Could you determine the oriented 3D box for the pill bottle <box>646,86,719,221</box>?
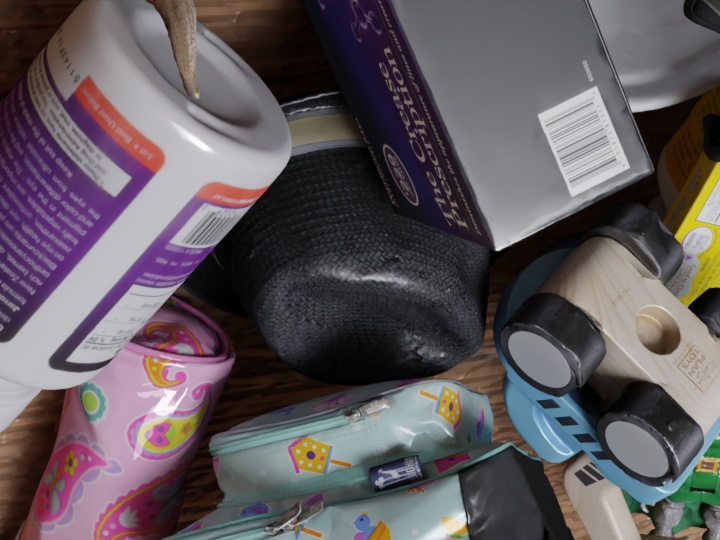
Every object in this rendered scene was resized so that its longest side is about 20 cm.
[{"bbox_3d":[0.237,-0.066,0.925,0.113,0.113,0.200,1,138,-32],"label":"pill bottle"}]

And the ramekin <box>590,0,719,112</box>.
[{"bbox_3d":[0.126,-0.187,0.792,0.200,0.105,0.200,-12,126,-17],"label":"ramekin"}]

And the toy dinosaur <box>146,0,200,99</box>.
[{"bbox_3d":[-0.119,-0.162,0.658,0.086,0.135,0.200,-49,118,-41],"label":"toy dinosaur"}]

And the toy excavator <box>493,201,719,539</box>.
[{"bbox_3d":[0.135,0.085,0.878,0.194,0.200,0.100,44,60,-1],"label":"toy excavator"}]

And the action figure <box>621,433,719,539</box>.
[{"bbox_3d":[0.198,0.113,0.958,0.118,0.055,0.200,1,141,6],"label":"action figure"}]

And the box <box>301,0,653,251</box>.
[{"bbox_3d":[0.025,-0.119,0.676,0.079,0.141,0.200,-26,103,-8],"label":"box"}]

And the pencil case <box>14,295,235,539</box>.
[{"bbox_3d":[-0.129,0.110,0.847,0.087,0.087,0.200,6,114,-34],"label":"pencil case"}]

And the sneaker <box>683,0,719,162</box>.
[{"bbox_3d":[0.209,-0.057,0.789,0.083,0.071,0.200,-22,104,10],"label":"sneaker"}]

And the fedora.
[{"bbox_3d":[0.000,0.000,0.817,0.200,0.092,0.201,-10,144,-7],"label":"fedora"}]

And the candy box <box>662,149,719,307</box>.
[{"bbox_3d":[0.203,0.001,0.892,0.102,0.026,0.200,10,132,-15],"label":"candy box"}]

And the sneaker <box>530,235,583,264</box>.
[{"bbox_3d":[0.166,0.051,0.996,0.074,0.082,0.200,-46,130,2],"label":"sneaker"}]

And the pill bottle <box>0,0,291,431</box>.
[{"bbox_3d":[-0.132,-0.019,0.735,0.111,0.112,0.200,26,118,-39],"label":"pill bottle"}]

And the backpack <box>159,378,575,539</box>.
[{"bbox_3d":[-0.005,0.138,0.811,0.200,0.154,0.176,-24,170,8],"label":"backpack"}]
